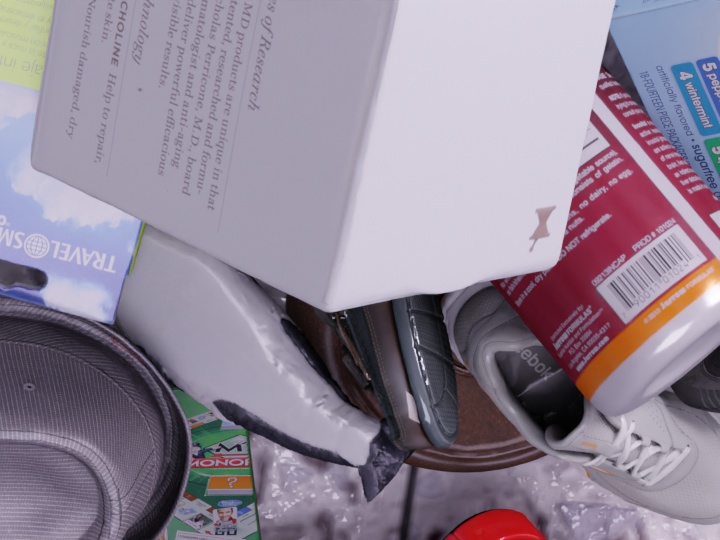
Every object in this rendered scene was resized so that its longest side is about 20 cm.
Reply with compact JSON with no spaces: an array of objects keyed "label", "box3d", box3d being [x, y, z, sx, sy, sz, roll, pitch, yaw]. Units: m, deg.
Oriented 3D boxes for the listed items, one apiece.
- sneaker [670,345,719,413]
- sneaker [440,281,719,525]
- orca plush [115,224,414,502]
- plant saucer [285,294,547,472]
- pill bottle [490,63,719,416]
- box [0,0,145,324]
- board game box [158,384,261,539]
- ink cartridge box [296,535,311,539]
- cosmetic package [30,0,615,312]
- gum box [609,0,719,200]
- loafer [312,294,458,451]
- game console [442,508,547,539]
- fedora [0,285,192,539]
[{"label":"sneaker","box3d":[0.236,0.017,1.481,0.200,0.090,0.067,-21,73,22]},{"label":"sneaker","box3d":[0.123,0.081,1.531,0.200,0.092,0.076,35,108,-19]},{"label":"orca plush","box3d":[-0.050,0.032,1.540,0.200,0.071,0.105,24,107,9]},{"label":"plant saucer","box3d":[0.061,0.025,1.569,0.200,0.034,0.201,-2,114,-4]},{"label":"pill bottle","box3d":[0.102,-0.036,1.465,0.113,0.113,0.200,-42,78,13]},{"label":"box","box3d":[-0.152,-0.086,1.469,0.122,0.048,0.200,15,102,-5]},{"label":"board game box","box3d":[-0.155,0.123,1.597,0.200,0.029,0.135,-6,114,-2]},{"label":"ink cartridge box","box3d":[-0.055,0.225,1.599,0.200,0.067,0.116,-26,130,-18]},{"label":"cosmetic package","box3d":[-0.017,-0.099,1.364,0.167,0.200,0.167,-11,118,-49]},{"label":"gum box","box3d":[0.243,-0.094,1.459,0.200,0.045,0.170,-11,130,23]},{"label":"loafer","box3d":[0.000,0.000,1.495,0.063,0.072,0.200,-17,73,15]},{"label":"game console","box3d":[0.046,0.232,1.612,0.200,0.031,0.177,-44,138,-1]},{"label":"fedora","box3d":[-0.189,0.100,1.501,0.200,0.090,0.177,9,117,4]}]
